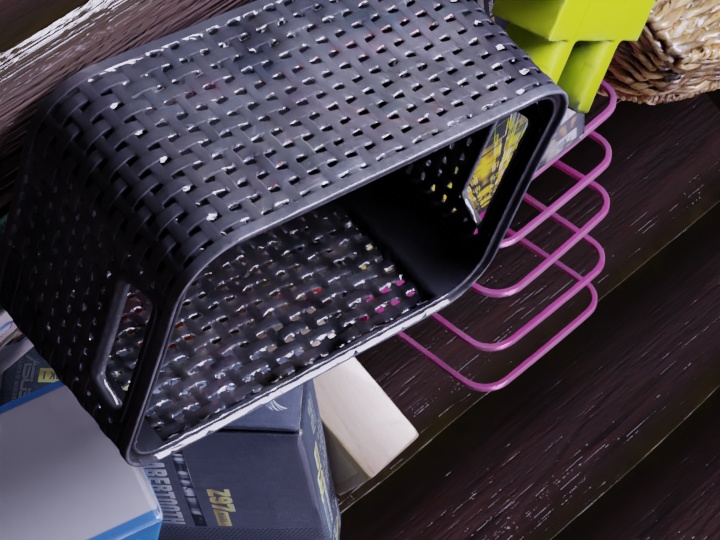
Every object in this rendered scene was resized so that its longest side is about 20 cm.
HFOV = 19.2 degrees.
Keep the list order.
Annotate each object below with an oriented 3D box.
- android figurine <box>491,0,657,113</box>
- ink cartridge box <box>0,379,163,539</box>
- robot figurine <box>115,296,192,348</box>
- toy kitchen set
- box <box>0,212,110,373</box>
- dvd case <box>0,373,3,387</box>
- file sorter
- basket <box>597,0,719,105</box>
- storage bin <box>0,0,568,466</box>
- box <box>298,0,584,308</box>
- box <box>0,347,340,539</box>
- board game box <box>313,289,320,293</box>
[{"bbox_3d":[0.118,-0.163,0.935,0.182,0.041,0.201,-9,127,-65],"label":"android figurine"},{"bbox_3d":[-0.179,0.143,1.005,0.146,0.086,0.200,-24,160,-19],"label":"ink cartridge box"},{"bbox_3d":[-0.123,0.064,1.356,0.200,0.116,0.144,135,-33,-62],"label":"robot figurine"},{"bbox_3d":[0.000,0.000,1.240,0.200,0.181,0.163,-40,179,-18],"label":"toy kitchen set"},{"bbox_3d":[-0.182,0.031,0.953,0.200,0.036,0.144,-41,176,9],"label":"box"},{"bbox_3d":[-0.218,0.065,1.157,0.143,0.018,0.200,-40,177,6],"label":"dvd case"},{"bbox_3d":[0.085,-0.040,1.408,0.139,0.125,0.200,-37,146,-28],"label":"file sorter"},{"bbox_3d":[0.218,-0.188,1.398,0.200,0.143,0.149,-37,176,-27],"label":"basket"},{"bbox_3d":[-0.031,-0.028,0.830,0.200,0.094,0.135,-26,154,-35],"label":"storage bin"},{"bbox_3d":[0.034,-0.086,1.015,0.161,0.049,0.200,-38,154,-16],"label":"box"},{"bbox_3d":[-0.096,0.109,1.140,0.157,0.051,0.200,1,149,5],"label":"box"},{"bbox_3d":[-0.042,0.019,1.470,0.200,0.039,0.159,-150,-96,-79],"label":"board game box"}]
